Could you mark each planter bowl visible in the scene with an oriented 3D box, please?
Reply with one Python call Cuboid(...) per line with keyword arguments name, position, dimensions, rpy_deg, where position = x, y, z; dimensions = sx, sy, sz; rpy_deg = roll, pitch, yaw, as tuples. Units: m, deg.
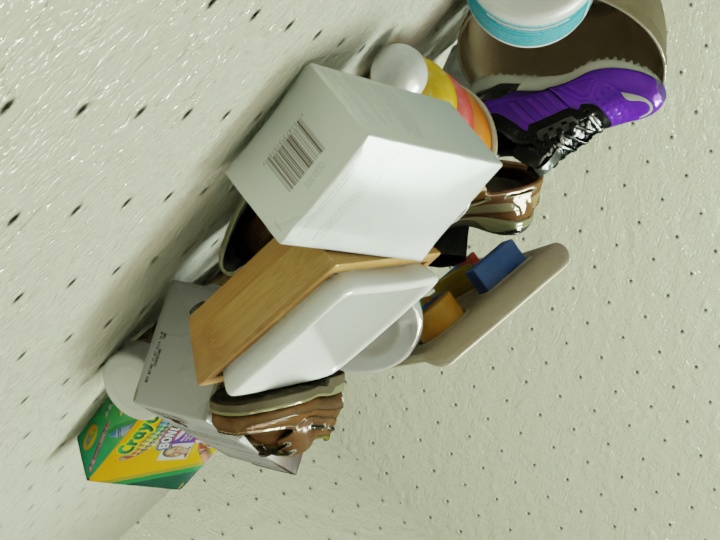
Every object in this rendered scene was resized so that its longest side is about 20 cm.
Cuboid(name="planter bowl", position=(0.202, -0.249, 1.488), dimensions=(0.200, 0.198, 0.136), rpy_deg=(129, -20, -58))

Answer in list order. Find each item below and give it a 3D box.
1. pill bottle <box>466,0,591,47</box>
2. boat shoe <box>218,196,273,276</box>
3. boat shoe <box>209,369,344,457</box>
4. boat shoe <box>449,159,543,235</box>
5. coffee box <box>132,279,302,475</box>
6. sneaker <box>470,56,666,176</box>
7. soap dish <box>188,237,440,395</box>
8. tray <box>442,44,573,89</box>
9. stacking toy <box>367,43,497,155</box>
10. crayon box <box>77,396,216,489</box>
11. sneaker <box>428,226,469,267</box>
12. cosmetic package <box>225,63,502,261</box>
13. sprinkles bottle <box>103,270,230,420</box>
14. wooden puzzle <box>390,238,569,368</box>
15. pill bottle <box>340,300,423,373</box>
Cuboid(name="pill bottle", position=(0.135, -0.238, 1.232), dimensions=(0.111, 0.111, 0.200), rpy_deg=(-46, 176, 3))
Cuboid(name="boat shoe", position=(-0.050, -0.063, 1.290), dimensions=(0.200, 0.075, 0.068), rpy_deg=(-52, 175, 35))
Cuboid(name="boat shoe", position=(-0.064, 0.128, 1.330), dimensions=(0.199, 0.071, 0.069), rpy_deg=(-7, 102, -63))
Cuboid(name="boat shoe", position=(0.095, -0.086, 1.544), dimensions=(0.198, 0.076, 0.074), rpy_deg=(0, 135, -30))
Cuboid(name="coffee box", position=(-0.112, 0.100, 1.402), dimensions=(0.200, 0.079, 0.116), rpy_deg=(43, 61, -61))
Cuboid(name="sneaker", position=(0.187, -0.133, 1.449), dimensions=(0.198, 0.070, 0.101), rpy_deg=(-4, -124, 31))
Cuboid(name="soap dish", position=(-0.038, 0.024, 1.272), dimensions=(0.157, 0.082, 0.199), rpy_deg=(-41, 166, 22))
Cuboid(name="tray", position=(0.178, -0.213, 1.611), dimensions=(0.108, 0.197, 0.022), rpy_deg=(-64, 151, -49))
Cuboid(name="stacking toy", position=(0.041, -0.143, 1.370), dimensions=(0.146, 0.146, 0.200), rpy_deg=(-45, 157, -8))
Cuboid(name="crayon box", position=(-0.189, 0.141, 1.590), dimensions=(0.118, 0.059, 0.200), rpy_deg=(12, 132, -39))
Cuboid(name="sneaker", position=(0.037, -0.056, 1.666), dimensions=(0.199, 0.074, 0.108), rpy_deg=(-5, -108, 44))
Cuboid(name="cosmetic package", position=(0.008, -0.077, 1.183), dimensions=(0.113, 0.081, 0.199), rpy_deg=(-48, 154, 20))
Cuboid(name="sprinkles bottle", position=(-0.159, 0.064, 1.462), dimensions=(0.068, 0.068, 0.200), rpy_deg=(-49, 176, 38))
Cuboid(name="wooden puzzle", position=(0.098, 0.029, 1.574), dimensions=(0.185, 0.047, 0.200), rpy_deg=(-38, -170, -18))
Cuboid(name="pill bottle", position=(0.000, 0.000, 1.531), dimensions=(0.113, 0.113, 0.201), rpy_deg=(-47, -156, 23))
